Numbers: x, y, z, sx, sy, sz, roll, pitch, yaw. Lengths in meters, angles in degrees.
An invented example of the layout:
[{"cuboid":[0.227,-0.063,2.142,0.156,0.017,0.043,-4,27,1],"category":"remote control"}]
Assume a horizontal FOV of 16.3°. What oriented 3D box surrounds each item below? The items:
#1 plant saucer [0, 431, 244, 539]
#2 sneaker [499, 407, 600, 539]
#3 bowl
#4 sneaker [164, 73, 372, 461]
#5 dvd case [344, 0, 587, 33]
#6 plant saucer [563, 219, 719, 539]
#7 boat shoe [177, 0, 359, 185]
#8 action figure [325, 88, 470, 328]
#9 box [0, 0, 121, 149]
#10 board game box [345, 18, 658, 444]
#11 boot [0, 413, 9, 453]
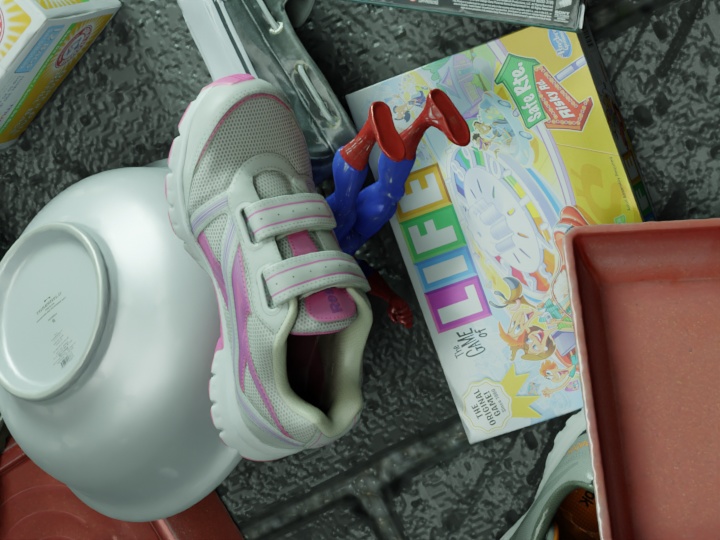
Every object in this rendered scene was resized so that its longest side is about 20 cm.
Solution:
[{"cuboid":[-0.169,0.175,1.468,0.199,0.037,0.201,-32,88,20],"category":"plant saucer"},{"cuboid":[0.102,0.163,1.343,0.073,0.079,0.201,23,121,7],"category":"sneaker"},{"cuboid":[-0.139,0.029,1.356,0.200,0.090,0.203,-13,70,40],"category":"bowl"},{"cuboid":[-0.035,0.000,1.264,0.088,0.081,0.202,4,110,54],"category":"sneaker"},{"cuboid":[0.061,-0.232,1.308,0.145,0.022,0.202,9,93,17],"category":"dvd case"},{"cuboid":[0.206,0.061,1.233,0.198,0.201,0.037,-3,140,-1],"category":"plant saucer"},{"cuboid":[-0.055,-0.135,1.355,0.070,0.072,0.201,-24,81,3],"category":"boat shoe"},{"cuboid":[0.000,0.000,1.329,0.200,0.065,0.100,-48,60,52],"category":"action figure"},{"cuboid":[-0.249,-0.170,1.397,0.200,0.101,0.113,45,110,6],"category":"box"},{"cuboid":[0.088,-0.023,1.347,0.134,0.034,0.201,-19,93,21],"category":"board game box"},{"cuboid":[-0.271,0.101,1.370,0.072,0.200,0.183,15,93,22],"category":"boot"}]
